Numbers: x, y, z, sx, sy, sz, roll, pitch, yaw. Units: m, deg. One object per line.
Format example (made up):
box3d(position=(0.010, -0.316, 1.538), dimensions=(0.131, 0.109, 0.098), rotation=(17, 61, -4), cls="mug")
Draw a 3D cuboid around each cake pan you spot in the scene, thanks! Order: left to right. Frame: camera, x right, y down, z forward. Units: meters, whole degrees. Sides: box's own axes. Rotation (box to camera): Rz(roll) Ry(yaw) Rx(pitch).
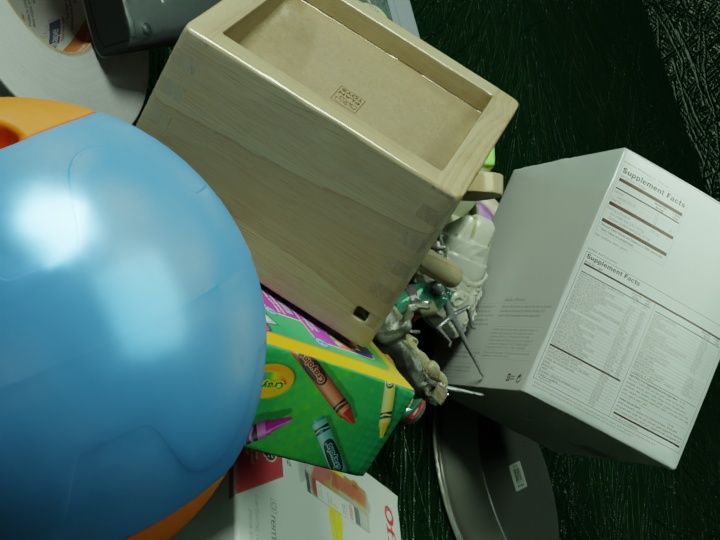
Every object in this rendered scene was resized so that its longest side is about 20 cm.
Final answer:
box3d(position=(0.121, 0.185, 1.366), dimensions=(0.200, 0.037, 0.200), rotation=(49, 30, -43), cls="cake pan")

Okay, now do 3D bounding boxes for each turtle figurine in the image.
box3d(position=(0.008, 0.050, 1.121), dimensions=(0.200, 0.101, 0.150), rotation=(46, 23, -23), cls="turtle figurine")

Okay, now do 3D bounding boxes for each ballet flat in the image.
box3d(position=(0.074, -0.046, 1.257), dimensions=(0.072, 0.072, 0.200), rotation=(43, 36, -50), cls="ballet flat")

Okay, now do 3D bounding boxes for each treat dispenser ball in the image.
box3d(position=(-0.139, 0.030, 0.644), dimensions=(0.201, 0.201, 0.201), rotation=(50, 30, -43), cls="treat dispenser ball")

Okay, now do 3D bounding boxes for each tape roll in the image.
box3d(position=(-0.195, -0.153, 0.843), dimensions=(0.200, 0.066, 0.200), rotation=(48, 32, -44), cls="tape roll")

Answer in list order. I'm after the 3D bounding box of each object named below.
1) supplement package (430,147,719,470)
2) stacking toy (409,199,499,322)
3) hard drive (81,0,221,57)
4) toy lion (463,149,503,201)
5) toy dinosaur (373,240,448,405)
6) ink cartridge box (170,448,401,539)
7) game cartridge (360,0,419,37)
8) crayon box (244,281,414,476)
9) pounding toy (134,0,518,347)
box3d(position=(0.181, 0.032, 1.249), dimensions=(0.147, 0.191, 0.200), rotation=(28, 79, -18), cls="supplement package")
box3d(position=(0.059, -0.009, 1.326), dimensions=(0.085, 0.085, 0.200), rotation=(68, 26, -9), cls="stacking toy")
box3d(position=(-0.088, -0.205, 0.912), dimensions=(0.200, 0.033, 0.140), rotation=(-21, 98, -51), cls="hard drive")
box3d(position=(0.002, -0.078, 1.145), dimensions=(0.200, 0.192, 0.069), rotation=(2, 84, -25), cls="toy lion")
box3d(position=(0.000, 0.000, 1.042), dimensions=(0.200, 0.047, 0.088), rotation=(41, 65, -3), cls="toy dinosaur")
box3d(position=(-0.051, 0.168, 0.902), dimensions=(0.200, 0.083, 0.145), rotation=(44, 34, -49), cls="ink cartridge box")
box3d(position=(-0.009, -0.179, 1.187), dimensions=(0.200, 0.041, 0.133), rotation=(3, 66, -60), cls="game cartridge")
box3d(position=(-0.073, 0.019, 0.837), dimensions=(0.119, 0.058, 0.200), rotation=(21, 18, -41), cls="crayon box")
box3d(position=(-0.011, -0.054, 0.867), dimensions=(0.184, 0.142, 0.200), rotation=(32, 28, 1), cls="pounding toy")
